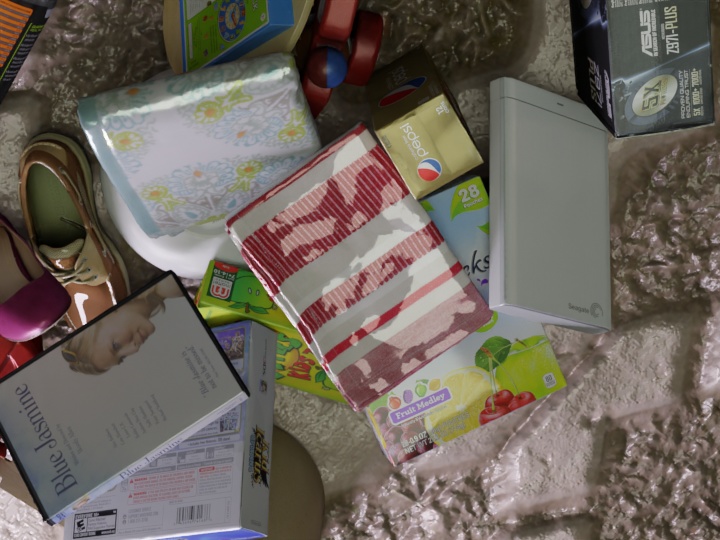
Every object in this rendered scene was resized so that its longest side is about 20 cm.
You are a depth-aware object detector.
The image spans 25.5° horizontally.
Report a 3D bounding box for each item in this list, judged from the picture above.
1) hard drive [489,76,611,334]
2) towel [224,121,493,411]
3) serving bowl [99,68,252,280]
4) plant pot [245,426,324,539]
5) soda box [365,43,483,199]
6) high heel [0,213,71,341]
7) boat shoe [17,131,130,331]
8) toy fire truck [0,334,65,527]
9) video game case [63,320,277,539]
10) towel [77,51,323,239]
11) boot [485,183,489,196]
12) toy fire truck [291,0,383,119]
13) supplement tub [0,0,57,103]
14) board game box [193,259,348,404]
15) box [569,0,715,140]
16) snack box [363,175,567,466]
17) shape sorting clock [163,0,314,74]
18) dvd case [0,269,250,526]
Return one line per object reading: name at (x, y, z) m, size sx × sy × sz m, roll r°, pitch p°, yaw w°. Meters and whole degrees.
hard drive at (0.164, -0.054, 1.365) m, size 0.132 × 0.027 × 0.200 m, roll 14°, pitch 71°, yaw -38°
towel at (0.000, 0.000, 1.295) m, size 0.144 × 0.023 × 0.200 m, roll -35°, pitch 106°, yaw -2°
serving bowl at (-0.133, -0.078, 1.401) m, size 0.200 × 0.066 × 0.200 m, roll -1°, pitch 110°, yaw -4°
plant pot at (-0.120, 0.262, 1.445) m, size 0.187 × 0.200 × 0.188 m, roll -2°, pitch 111°, yaw -4°
soda box at (0.049, -0.128, 1.324) m, size 0.064 × 0.200 × 0.068 m, roll -30°, pitch 108°, yaw 7°
high heel at (-0.306, -0.004, 1.346) m, size 0.067 × 0.200 × 0.096 m, roll -37°, pitch 115°, yaw -14°
boat shoe at (-0.261, -0.020, 1.404) m, size 0.076 × 0.074 × 0.200 m, roll -14°, pitch 109°, yaw 9°
toy fire truck at (-0.329, 0.131, 1.440) m, size 0.200 × 0.129 × 0.176 m, roll 29°, pitch 104°, yaw -25°
video game case at (-0.166, 0.149, 1.389) m, size 0.200 × 0.182 × 0.045 m, roll -12°, pitch 156°, yaw 31°
towel at (-0.119, -0.100, 1.277) m, size 0.171 × 0.200 × 0.048 m, roll -16°, pitch 64°, yaw 2°
boot at (0.086, -0.004, 1.442) m, size 0.200 × 0.074 × 0.076 m, roll -33°, pitch 117°, yaw 5°
toy fire truck at (-0.026, -0.220, 1.305) m, size 0.112 × 0.168 × 0.200 m, roll 14°, pitch 107°, yaw -8°
supplement tub at (-0.330, -0.207, 1.313) m, size 0.122 × 0.123 × 0.200 m, roll 30°, pitch 104°, yaw -13°
board game box at (-0.056, 0.062, 1.436) m, size 0.200 × 0.048 × 0.102 m, roll 17°, pitch 147°, yaw -10°
box at (0.229, -0.228, 1.322) m, size 0.086 × 0.164 × 0.200 m, roll -8°, pitch 110°, yaw -2°
snack box at (0.060, 0.041, 1.365) m, size 0.168 × 0.068 × 0.200 m, roll -25°, pitch 96°, yaw -7°
shape sorting clock at (-0.097, -0.234, 1.294) m, size 0.039 × 0.200 × 0.200 m, roll 10°, pitch 111°, yaw -38°
dvd case at (-0.211, 0.105, 1.348) m, size 0.200 × 0.143 × 0.018 m, roll -33°, pitch 152°, yaw -3°
